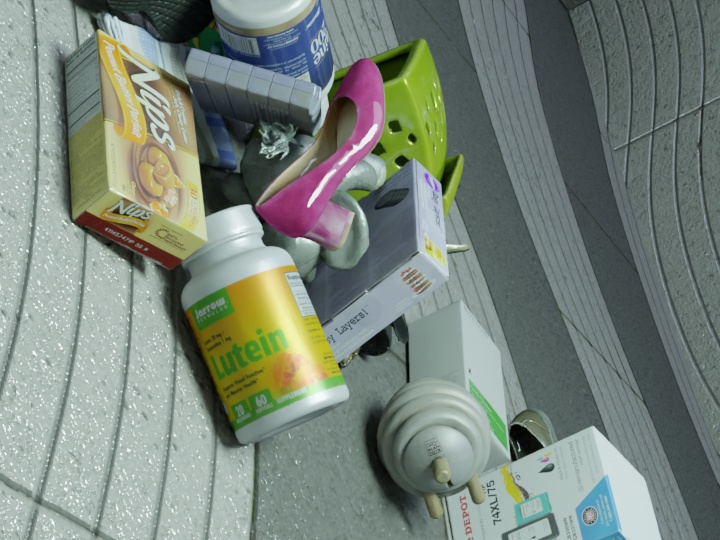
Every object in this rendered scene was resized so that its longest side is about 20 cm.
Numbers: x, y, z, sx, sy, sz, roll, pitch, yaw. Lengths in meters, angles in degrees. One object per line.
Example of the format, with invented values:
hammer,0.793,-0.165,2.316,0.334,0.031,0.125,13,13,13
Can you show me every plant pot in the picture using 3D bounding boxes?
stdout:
plant pot,0.011,-0.136,1.933,0.182,0.199,0.199,65,17,-15

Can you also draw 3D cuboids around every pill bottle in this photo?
pill bottle,-0.087,-0.232,1.740,0.200,0.110,0.111,78,1,-52
pill bottle,-0.097,0.047,1.515,0.201,0.111,0.111,66,19,8

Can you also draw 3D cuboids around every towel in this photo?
towel,-0.193,-0.179,1.695,0.200,0.024,0.147,12,55,-67

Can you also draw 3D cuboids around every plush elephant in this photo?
plush elephant,-0.066,-0.054,1.673,0.200,0.164,0.156,41,47,-75

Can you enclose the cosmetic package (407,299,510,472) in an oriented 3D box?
cosmetic package,0.116,0.145,2.007,0.108,0.085,0.200,51,24,-31

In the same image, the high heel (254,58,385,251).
high heel,-0.039,-0.123,1.566,0.096,0.067,0.201,26,73,-35

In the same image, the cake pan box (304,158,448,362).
cake pan box,0.000,0.000,1.707,0.052,0.200,0.184,43,22,-22

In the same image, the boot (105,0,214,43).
boot,-0.229,-0.311,1.681,0.131,0.068,0.200,52,13,21

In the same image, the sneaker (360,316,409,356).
sneaker,-0.001,0.020,1.900,0.200,0.060,0.104,62,19,-22

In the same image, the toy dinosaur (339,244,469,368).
toy dinosaur,0.033,0.016,1.820,0.047,0.200,0.088,41,-11,33

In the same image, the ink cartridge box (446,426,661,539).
ink cartridge box,0.225,0.306,1.906,0.146,0.199,0.147,44,26,-42

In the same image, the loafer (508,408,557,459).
loafer,0.244,0.281,2.213,0.070,0.075,0.201,1,59,-56

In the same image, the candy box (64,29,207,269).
candy box,-0.204,-0.110,1.495,0.115,0.055,0.201,30,36,-39

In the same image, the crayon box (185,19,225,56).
crayon box,-0.170,-0.307,1.870,0.201,0.058,0.119,65,18,3

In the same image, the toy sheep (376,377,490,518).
toy sheep,0.081,0.186,1.792,0.138,0.138,0.200,58,1,-17

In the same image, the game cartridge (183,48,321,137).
game cartridge,-0.101,-0.171,1.628,0.200,0.129,0.039,112,-10,-86
